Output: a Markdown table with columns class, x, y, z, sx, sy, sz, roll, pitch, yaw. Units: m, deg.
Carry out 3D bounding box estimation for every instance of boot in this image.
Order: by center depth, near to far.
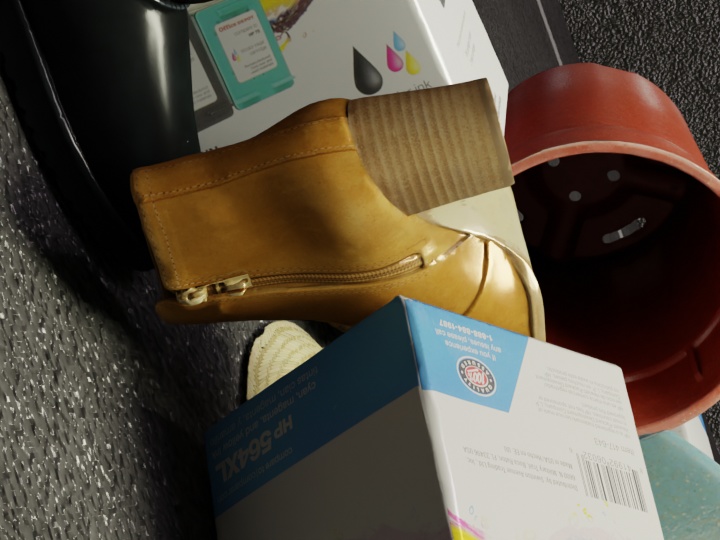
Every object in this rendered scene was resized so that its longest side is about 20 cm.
| class | x | y | z | sx | sy | sz | roll | pitch | yaw |
| --- | --- | --- | --- | --- | --- | --- | --- | --- | --- |
| boot | -0.056 | -0.111 | 0.691 | 0.073 | 0.162 | 0.198 | -67 | 135 | -68 |
| boot | -0.006 | 0.000 | 0.719 | 0.201 | 0.144 | 0.071 | 68 | 9 | -57 |

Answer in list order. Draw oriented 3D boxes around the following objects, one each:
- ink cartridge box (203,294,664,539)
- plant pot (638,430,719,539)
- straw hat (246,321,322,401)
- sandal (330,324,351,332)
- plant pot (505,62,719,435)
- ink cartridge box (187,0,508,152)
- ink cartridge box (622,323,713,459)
| class | x | y | z | sx | sy | sz | roll | pitch | yaw |
| --- | --- | --- | --- | --- | --- | --- | --- | --- | --- |
| ink cartridge box | 0.036 | 0.136 | 0.692 | 0.129 | 0.125 | 0.200 | 20 | 49 | -39 |
| plant pot | 0.146 | 0.200 | 0.943 | 0.196 | 0.196 | 0.200 | 61 | 6 | -69 |
| straw hat | 0.026 | 0.099 | 0.871 | 0.201 | 0.085 | 0.201 | -21 | 90 | -76 |
| sandal | 0.000 | 0.000 | 0.984 | 0.200 | 0.054 | 0.080 | 77 | 20 | -76 |
| plant pot | 0.145 | -0.028 | 1.153 | 0.195 | 0.201 | 0.201 | -81 | 148 | -62 |
| ink cartridge box | -0.041 | -0.123 | 0.802 | 0.146 | 0.147 | 0.200 | -75 | 142 | -66 |
| ink cartridge box | 0.153 | 0.148 | 1.168 | 0.200 | 0.145 | 0.084 | -97 | 161 | -46 |
